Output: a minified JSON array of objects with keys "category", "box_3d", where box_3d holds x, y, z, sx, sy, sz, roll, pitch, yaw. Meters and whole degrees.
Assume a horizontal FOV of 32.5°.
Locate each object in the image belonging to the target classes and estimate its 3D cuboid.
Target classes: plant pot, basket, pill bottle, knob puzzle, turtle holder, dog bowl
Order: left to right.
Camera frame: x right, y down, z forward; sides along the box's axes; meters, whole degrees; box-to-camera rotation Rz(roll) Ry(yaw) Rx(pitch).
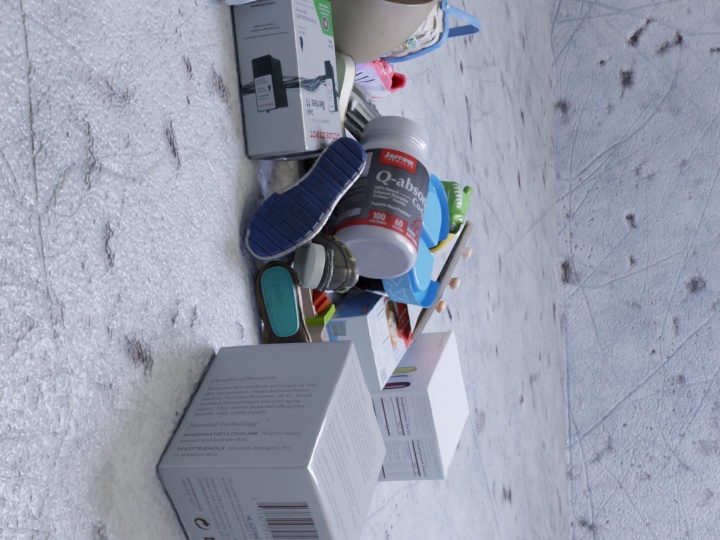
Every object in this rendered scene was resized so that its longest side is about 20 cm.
[{"category":"plant pot","box_3d":[-0.002,-0.371,1.735,0.201,0.199,0.135,-69,-178,-53]},{"category":"pill bottle","box_3d":[0.032,-0.100,1.653,0.116,0.115,0.201,59,35,-52]},{"category":"basket","box_3d":[0.069,-0.395,1.942,0.199,0.176,0.140,6,79,-52]},{"category":"dog bowl","box_3d":[0.076,-0.042,1.737,0.112,0.049,0.201,53,42,-49]},{"category":"turtle holder","box_3d":[0.112,-0.085,1.969,0.141,0.185,0.133,31,72,-51]},{"category":"knob puzzle","box_3d":[0.130,0.022,1.845,0.221,0.030,0.220,-63,179,-2]}]

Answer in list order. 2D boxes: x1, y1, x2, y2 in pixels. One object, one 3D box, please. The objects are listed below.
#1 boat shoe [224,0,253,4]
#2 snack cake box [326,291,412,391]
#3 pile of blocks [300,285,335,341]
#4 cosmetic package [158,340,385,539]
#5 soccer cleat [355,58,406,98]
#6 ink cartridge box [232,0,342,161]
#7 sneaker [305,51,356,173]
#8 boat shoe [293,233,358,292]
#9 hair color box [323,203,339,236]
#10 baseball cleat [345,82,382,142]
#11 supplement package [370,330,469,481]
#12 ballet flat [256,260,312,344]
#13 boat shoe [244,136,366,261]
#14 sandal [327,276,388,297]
[{"category":"boat shoe","box_3d":[-0.135,-0.391,1.491,0.201,0.070,0.091,-78,155,-58]},{"category":"snack cake box","box_3d":[0.016,0.087,1.808,0.200,0.067,0.116,-48,129,-66]},{"category":"pile of blocks","box_3d":[-0.052,0.100,1.608,0.082,0.062,0.201,6,80,-71]},{"category":"cosmetic package","box_3d":[-0.085,0.202,1.316,0.200,0.165,0.168,-68,148,-53]},{"category":"soccer cleat","box_3d":[0.010,-0.308,1.879,0.200,0.076,0.067,23,60,-71]},{"category":"ink cartridge box","box_3d":[-0.088,-0.242,1.556,0.147,0.083,0.201,-14,99,-71]},{"category":"sneaker","box_3d":[-0.063,-0.207,1.671,0.090,0.067,0.202,13,82,-48]},{"category":"boat shoe","box_3d":[-0.046,-0.010,1.544,0.202,0.060,0.073,-137,-122,-77]},{"category":"hair color box","box_3d":[0.004,-0.084,1.823,0.200,0.063,0.112,-63,146,-60]},{"category":"baseball cleat","box_3d":[0.024,-0.210,1.808,0.200,0.070,0.107,48,26,-15]},{"category":"supplement package","box_3d":[0.088,0.208,1.923,0.200,0.110,0.157,-58,139,-62]},{"category":"ballet flat","box_3d":[-0.092,0.087,1.512,0.072,0.067,0.201,-105,-175,-89]},{"category":"boat shoe","box_3d":[-0.068,-0.077,1.521,0.200,0.072,0.072,-44,177,-23]},{"category":"sandal","box_3d":[0.001,-0.001,1.699,0.200,0.048,0.076,5,98,-45]}]
